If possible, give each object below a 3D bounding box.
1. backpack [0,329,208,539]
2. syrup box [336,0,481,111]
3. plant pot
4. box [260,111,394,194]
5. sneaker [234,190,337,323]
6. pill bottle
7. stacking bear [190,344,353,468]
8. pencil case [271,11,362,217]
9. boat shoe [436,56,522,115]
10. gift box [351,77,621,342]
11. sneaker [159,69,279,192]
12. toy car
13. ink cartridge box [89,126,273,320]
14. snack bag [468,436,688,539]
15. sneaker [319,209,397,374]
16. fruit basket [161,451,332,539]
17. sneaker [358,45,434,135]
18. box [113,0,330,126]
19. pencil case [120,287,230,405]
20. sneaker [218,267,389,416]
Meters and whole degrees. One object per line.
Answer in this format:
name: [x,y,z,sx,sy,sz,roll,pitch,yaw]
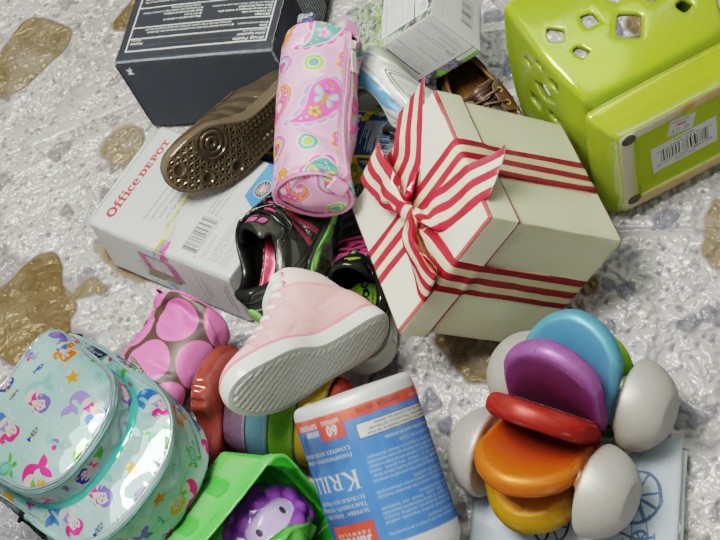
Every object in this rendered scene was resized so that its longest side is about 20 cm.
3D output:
backpack: [-0.244,0.161,1.310,0.199,0.151,0.178,30,76,29]
syrup box: [0.032,-0.239,1.572,0.199,0.081,0.079,-28,44,39]
plant pot: [0.275,-0.187,1.439,0.199,0.199,0.182,-27,59,-2]
box: [-0.037,-0.129,1.577,0.198,0.070,0.065,5,56,22]
sneaker: [-0.076,-0.045,1.436,0.076,0.084,0.202,-10,61,38]
pill bottle: [0.022,0.200,1.263,0.111,0.112,0.202,-19,86,5]
stacking bear: [-0.047,0.139,1.377,0.198,0.122,0.114,9,34,13]
pencil case: [-0.040,-0.152,1.424,0.087,0.088,0.201,-5,59,15]
boat shoe: [0.131,-0.166,1.547,0.072,0.068,0.201,-29,53,-2]
gift box: [0.110,-0.060,1.361,0.201,0.186,0.185,-58,40,33]
sneaker: [-0.134,-0.148,1.540,0.199,0.071,0.075,-33,29,-21]
toy car: [0.168,0.121,1.262,0.174,0.150,0.201,15,62,31]
ink cartridge box: [-0.168,-0.054,1.561,0.199,0.085,0.145,21,64,28]
snack bag: [0.185,0.235,1.284,0.198,0.021,0.190,-3,55,20]
sneaker: [0.000,0.000,1.465,0.073,0.088,0.201,-9,54,13]
fruit basket: [-0.087,0.280,1.279,0.214,0.156,0.217,-22,39,19]
sneaker: [0.071,-0.153,1.490,0.199,0.072,0.073,35,102,13]
box: [-0.155,-0.283,1.690,0.198,0.124,0.200,-1,55,20]
pencil case: [-0.219,0.116,1.464,0.093,0.091,0.201,34,69,1]
sneaker: [-0.074,0.060,1.330,0.104,0.076,0.200,37,40,28]
